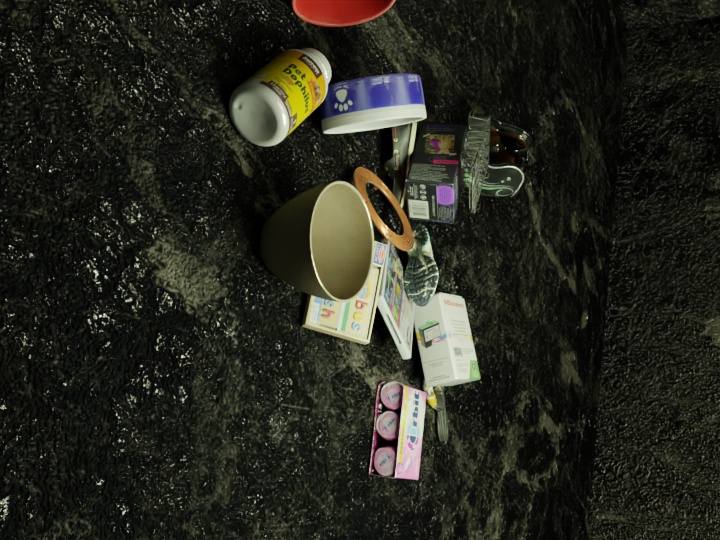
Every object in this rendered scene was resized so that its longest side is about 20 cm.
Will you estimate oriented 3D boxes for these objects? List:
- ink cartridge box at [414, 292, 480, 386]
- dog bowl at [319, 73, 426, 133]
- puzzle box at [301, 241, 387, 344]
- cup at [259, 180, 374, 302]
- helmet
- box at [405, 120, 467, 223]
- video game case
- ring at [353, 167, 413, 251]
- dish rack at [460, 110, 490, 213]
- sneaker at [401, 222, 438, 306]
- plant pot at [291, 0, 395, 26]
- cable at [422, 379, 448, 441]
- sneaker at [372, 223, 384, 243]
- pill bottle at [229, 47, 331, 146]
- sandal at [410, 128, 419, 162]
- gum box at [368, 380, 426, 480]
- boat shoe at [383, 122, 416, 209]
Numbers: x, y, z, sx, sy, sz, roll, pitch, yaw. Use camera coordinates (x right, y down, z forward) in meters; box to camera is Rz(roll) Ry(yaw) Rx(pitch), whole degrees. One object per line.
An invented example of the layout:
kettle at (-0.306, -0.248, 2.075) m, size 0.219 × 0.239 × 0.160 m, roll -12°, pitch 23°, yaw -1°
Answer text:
ink cartridge box at (0.198, 0.163, 1.803) m, size 0.145 × 0.084 × 0.202 m, roll 13°, pitch 64°, yaw -59°
dog bowl at (0.021, -0.311, 1.455) m, size 0.200 × 0.199 × 0.079 m, roll -18°, pitch 101°, yaw -58°
puzzle box at (-0.028, 0.027, 1.458) m, size 0.132 × 0.025 × 0.201 m, roll 17°, pitch 70°, yaw -19°
cup at (-0.087, -0.047, 1.320) m, size 0.200 × 0.142 × 0.202 m, roll 4°, pitch 86°, yaw -60°
helmet at (0.326, -0.289, 1.975) m, size 0.200 × 0.189 × 0.201 m, roll -160°, pitch -90°, yaw -88°
box at (0.170, -0.218, 1.704) m, size 0.123 × 0.105 × 0.201 m, roll 82°, pitch 20°, yaw -48°
video game case at (0.075, 0.056, 1.650) m, size 0.201 × 0.023 × 0.183 m, roll -80°, pitch 152°, yaw -49°
ring at (0.045, -0.124, 1.589) m, size 0.200 × 0.019 × 0.201 m, roll 44°, pitch 26°, yaw -28°
dish rack at (0.247, -0.231, 1.682) m, size 0.154 × 0.054 × 0.201 m, roll 80°, pitch 23°, yaw -45°
sneaker at (0.142, -0.004, 1.739) m, size 0.086 × 0.077 × 0.201 m, roll 60°, pitch 26°, yaw -56°
plant pot at (-0.036, -0.569, 1.395) m, size 0.200 × 0.199 × 0.179 m, roll 10°, pitch 70°, yaw -58°
cable at (0.182, 0.324, 1.876) m, size 0.097 × 0.050 × 0.201 m, roll -79°, pitch 164°, yaw -51°
sneaker at (0.000, 0.000, 1.552) m, size 0.082 × 0.073 × 0.201 m, roll 71°, pitch 34°, yaw -60°
pill bottle at (-0.126, -0.298, 1.297) m, size 0.200 × 0.109 × 0.110 m, roll -55°, pitch 134°, yaw -45°
sandal at (0.120, -0.282, 1.771) m, size 0.076 × 0.043 × 0.201 m, roll -41°, pitch 124°, yaw -52°
gum box at (0.082, 0.341, 1.660) m, size 0.113 × 0.066 × 0.202 m, roll 29°, pitch 64°, yaw -57°
boat shoe at (0.081, -0.231, 1.693) m, size 0.074 × 0.063 × 0.203 m, roll -91°, pitch -173°, yaw -78°
